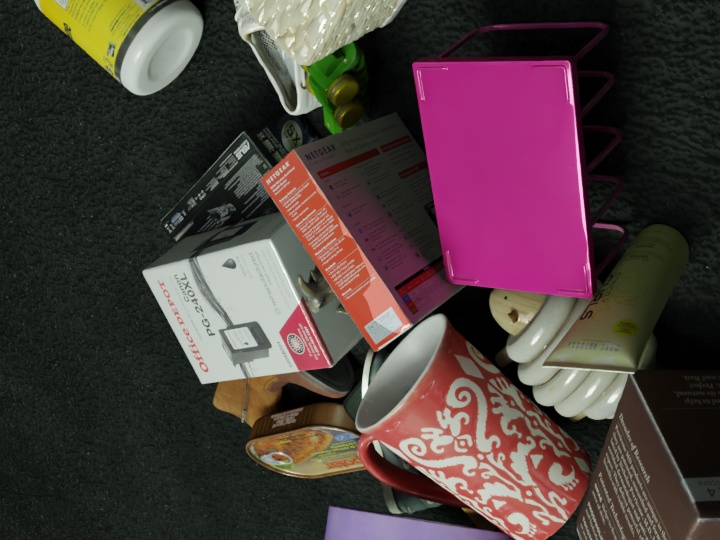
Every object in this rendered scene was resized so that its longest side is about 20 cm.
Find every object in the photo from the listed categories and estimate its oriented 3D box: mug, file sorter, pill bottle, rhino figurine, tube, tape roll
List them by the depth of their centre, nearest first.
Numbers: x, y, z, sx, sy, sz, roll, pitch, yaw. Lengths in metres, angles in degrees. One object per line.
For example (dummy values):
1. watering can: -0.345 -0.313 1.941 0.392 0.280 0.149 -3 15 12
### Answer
1. tube: 0.222 0.027 0.895 0.052 0.200 0.058 42 134 4
2. file sorter: 0.147 -0.101 0.926 0.137 0.125 0.203 6 121 33
3. rhino figurine: 0.000 0.000 1.033 0.059 0.199 0.089 10 99 35
4. mug: 0.103 0.159 1.039 0.199 0.134 0.177 38 156 -10
5. tape roll: 0.058 0.298 1.109 0.197 0.199 0.087 -1 74 37
6. pill bottle: -0.270 -0.288 1.140 0.199 0.112 0.113 41 134 10

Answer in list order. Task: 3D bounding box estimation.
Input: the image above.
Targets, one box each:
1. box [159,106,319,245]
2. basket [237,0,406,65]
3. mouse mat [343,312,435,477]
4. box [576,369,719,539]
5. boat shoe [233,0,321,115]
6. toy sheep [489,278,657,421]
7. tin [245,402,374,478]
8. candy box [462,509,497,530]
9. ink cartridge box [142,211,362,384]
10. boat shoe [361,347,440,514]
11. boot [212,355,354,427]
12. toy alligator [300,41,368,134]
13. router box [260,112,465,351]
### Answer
1. box: -0.100 -0.052 1.170 0.164 0.086 0.200 51 135 -1
2. basket: -0.034 -0.318 0.910 0.198 0.161 0.200 44 136 5
3. mouse mat: 0.075 0.149 1.140 0.161 0.008 0.201 44 131 8
4. box: 0.304 0.213 0.930 0.163 0.165 0.203 1 126 -11
5. boat shoe: -0.089 -0.248 1.054 0.070 0.069 0.202 -19 103 44
6. toy sheep: 0.204 0.074 0.994 0.198 0.139 0.138 32 133 -2
7. tin: -0.053 0.205 1.294 0.198 0.042 0.112 -19 132 42
8. candy box: 0.113 0.177 1.170 0.201 0.056 0.117 50 135 4
9. ink cartridge box: -0.110 0.029 1.110 0.198 0.083 0.147 -12 111 40
10. boat shoe: 0.047 0.167 1.128 0.061 0.073 0.203 -2 117 20
11. boot: -0.099 0.148 1.309 0.186 0.069 0.202 25 133 14
12. toy alligator: -0.015 -0.170 1.038 0.059 0.054 0.201 50 171 22
13. router box: 0.024 -0.044 0.991 0.049 0.199 0.181 -36 86 33
